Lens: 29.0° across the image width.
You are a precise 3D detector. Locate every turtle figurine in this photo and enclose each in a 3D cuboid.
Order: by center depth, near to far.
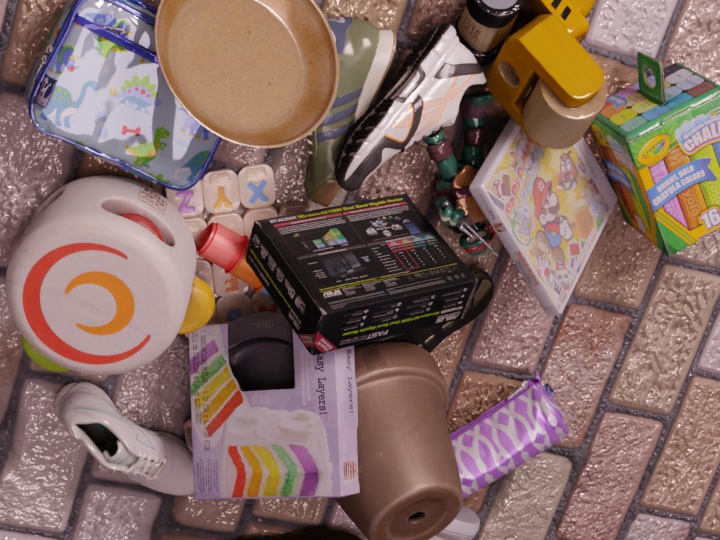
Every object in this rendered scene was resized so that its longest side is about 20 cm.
[{"bbox_3d":[0.122,-0.087,1.521,0.149,0.100,0.201,-27,106,-40],"label":"turtle figurine"}]

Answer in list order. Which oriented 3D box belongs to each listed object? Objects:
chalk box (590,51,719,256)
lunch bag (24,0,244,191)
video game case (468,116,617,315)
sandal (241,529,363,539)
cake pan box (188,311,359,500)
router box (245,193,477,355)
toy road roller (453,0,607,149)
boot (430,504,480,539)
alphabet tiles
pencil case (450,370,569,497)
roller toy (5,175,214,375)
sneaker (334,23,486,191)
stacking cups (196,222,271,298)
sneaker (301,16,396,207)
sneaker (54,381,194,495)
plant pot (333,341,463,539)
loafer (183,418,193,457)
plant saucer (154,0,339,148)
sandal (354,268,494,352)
[{"bbox_3d":[0.339,-0.143,1.541,0.124,0.125,0.201,-28,115,-2],"label":"chalk box"},{"bbox_3d":[-0.227,-0.186,1.407,0.199,0.082,0.161,26,99,-23],"label":"lunch bag"},{"bbox_3d":[0.204,-0.084,1.514,0.023,0.200,0.182,-10,125,41],"label":"video game case"},{"bbox_3d":[-0.072,0.362,1.679,0.199,0.082,0.055,-4,135,-6],"label":"sandal"},{"bbox_3d":[-0.094,0.145,1.496,0.183,0.052,0.201,-3,85,22],"label":"cake pan box"},{"bbox_3d":[0.000,0.000,1.465,0.199,0.150,0.062,-11,138,-31],"label":"router box"},{"bbox_3d":[0.198,-0.242,1.440,0.146,0.123,0.200,-35,80,-17],"label":"toy road roller"},{"bbox_3d":[0.043,0.313,1.686,0.199,0.074,0.096,22,105,-19],"label":"boot"},{"bbox_3d":[-0.146,-0.018,1.534,0.199,0.015,0.196,-8,114,-11],"label":"alphabet tiles"},{"bbox_3d":[0.153,0.206,1.661,0.200,0.084,0.086,-34,110,3],"label":"pencil case"},{"bbox_3d":[-0.262,0.001,1.439,0.199,0.140,0.183,-9,116,5],"label":"roller toy"},{"bbox_3d":[0.053,-0.154,1.424,0.080,0.074,0.200,41,87,-21],"label":"sneaker"},{"bbox_3d":[-0.084,0.006,1.524,0.200,0.061,0.061,33,101,-20],"label":"stacking cups"},{"bbox_3d":[-0.039,-0.174,1.469,0.090,0.067,0.201,19,103,-16],"label":"sneaker"},{"bbox_3d":[-0.259,0.206,1.564,0.200,0.080,0.071,36,98,-25],"label":"sneaker"},{"bbox_3d":[0.031,0.206,1.546,0.199,0.175,0.201,-16,139,-15],"label":"plant pot"},{"bbox_3d":[-0.113,0.150,1.587,0.200,0.063,0.072,-32,150,-2],"label":"loafer"},{"bbox_3d":[-0.116,-0.212,1.380,0.199,0.035,0.201,8,73,-28],"label":"plant saucer"},{"bbox_3d":[0.062,0.058,1.595,0.201,0.057,0.080,-32,144,-15],"label":"sandal"}]
